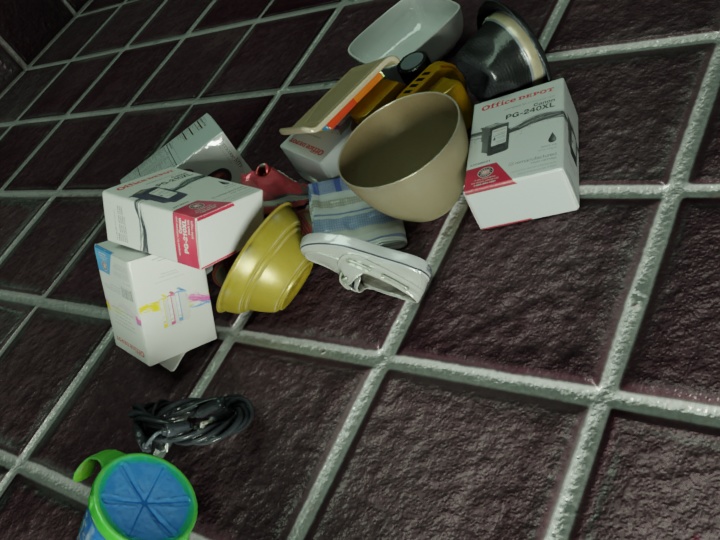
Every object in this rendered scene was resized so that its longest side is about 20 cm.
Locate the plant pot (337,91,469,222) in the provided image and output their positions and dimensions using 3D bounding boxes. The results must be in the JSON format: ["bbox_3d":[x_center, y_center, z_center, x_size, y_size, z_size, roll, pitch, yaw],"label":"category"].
[{"bbox_3d":[0.083,-0.151,1.179,0.199,0.135,0.201,-21,41,19],"label":"plant pot"}]

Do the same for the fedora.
[{"bbox_3d":[0.208,-0.317,1.204,0.091,0.201,0.201,-34,39,-1],"label":"fedora"}]

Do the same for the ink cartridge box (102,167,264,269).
[{"bbox_3d":[-0.266,-0.084,1.173,0.199,0.085,0.145,16,29,30],"label":"ink cartridge box"}]

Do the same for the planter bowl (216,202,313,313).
[{"bbox_3d":[-0.129,0.001,1.194,0.083,0.201,0.201,32,68,5],"label":"planter bowl"}]

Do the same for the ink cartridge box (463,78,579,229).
[{"bbox_3d":[0.234,-0.170,1.123,0.145,0.083,0.201,-12,45,27],"label":"ink cartridge box"}]

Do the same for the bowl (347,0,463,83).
[{"bbox_3d":[0.093,-0.440,1.506,0.200,0.075,0.200,-41,40,-5],"label":"bowl"}]

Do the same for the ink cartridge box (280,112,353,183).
[{"bbox_3d":[-0.024,-0.245,1.393,0.200,0.085,0.144,-48,40,-11],"label":"ink cartridge box"}]

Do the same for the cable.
[{"bbox_3d":[-0.236,0.198,1.077,0.162,0.051,0.200,-12,5,-20],"label":"cable"}]

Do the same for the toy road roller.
[{"bbox_3d":[0.097,-0.258,1.283,0.200,0.123,0.146,-46,40,-11],"label":"toy road roller"}]

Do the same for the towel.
[{"bbox_3d":[-0.010,-0.092,1.245,0.146,0.024,0.201,-11,43,1],"label":"towel"}]

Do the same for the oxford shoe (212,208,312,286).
[{"bbox_3d":[-0.169,-0.051,1.323,0.199,0.071,0.075,-30,29,0],"label":"oxford shoe"}]

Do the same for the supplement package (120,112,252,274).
[{"bbox_3d":[-0.279,-0.130,1.373,0.200,0.192,0.147,-38,31,-2],"label":"supplement package"}]

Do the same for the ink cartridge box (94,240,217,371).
[{"bbox_3d":[-0.324,0.048,1.245,0.125,0.201,0.128,-22,27,-36],"label":"ink cartridge box"}]

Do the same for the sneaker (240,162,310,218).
[{"bbox_3d":[-0.136,-0.138,1.285,0.073,0.087,0.200,-14,7,21],"label":"sneaker"}]

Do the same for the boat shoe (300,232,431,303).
[{"bbox_3d":[0.000,0.000,1.115,0.199,0.072,0.066,16,69,11],"label":"boat shoe"}]

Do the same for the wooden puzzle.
[{"bbox_3d":[-0.036,-0.288,1.320,0.200,0.037,0.185,-41,19,-9],"label":"wooden puzzle"}]

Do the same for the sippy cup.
[{"bbox_3d":[-0.294,0.324,0.984,0.130,0.139,0.178,-52,36,29],"label":"sippy cup"}]
